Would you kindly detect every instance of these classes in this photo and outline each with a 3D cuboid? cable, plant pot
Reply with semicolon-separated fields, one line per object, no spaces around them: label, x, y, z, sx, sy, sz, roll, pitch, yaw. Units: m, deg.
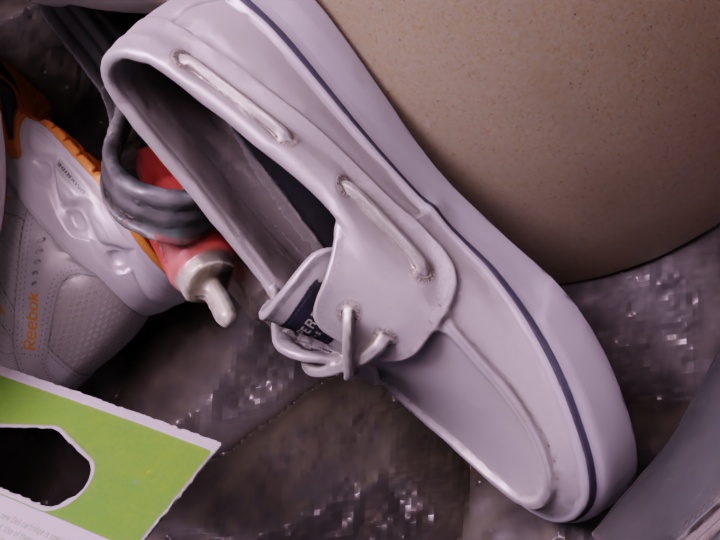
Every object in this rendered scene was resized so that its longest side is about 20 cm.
cable;-0.072;-0.044;0.863;0.200;0.097;0.051;43;121;40
plant pot;0.045;-0.114;0.812;0.199;0.134;0.201;-11;62;20

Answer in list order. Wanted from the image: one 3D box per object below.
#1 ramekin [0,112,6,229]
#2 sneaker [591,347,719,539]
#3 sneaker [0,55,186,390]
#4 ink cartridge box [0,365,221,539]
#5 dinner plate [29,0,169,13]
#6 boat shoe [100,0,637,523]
ramekin;-0.208;-0.029;0.839;0.199;0.105;0.201;-6;78;30
sneaker;0.159;0.094;0.701;0.106;0.075;0.200;-52;53;4
sneaker;-0.145;-0.030;0.896;0.092;0.076;0.200;-47;55;2
ink cartridge box;-0.125;0.134;0.780;0.147;0.076;0.200;14;59;48
dinner plate;-0.148;-0.129;0.848;0.200;0.200;0.024;38;101;34
boat shoe;0.000;0.000;0.767;0.066;0.072;0.200;-35;90;-35
